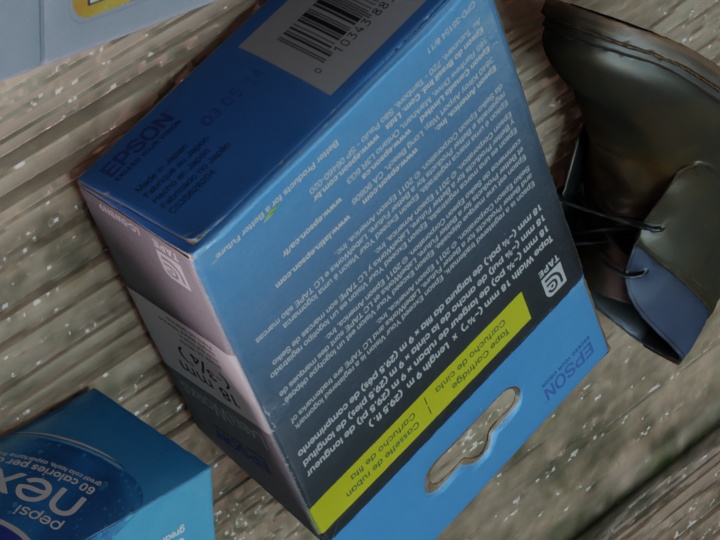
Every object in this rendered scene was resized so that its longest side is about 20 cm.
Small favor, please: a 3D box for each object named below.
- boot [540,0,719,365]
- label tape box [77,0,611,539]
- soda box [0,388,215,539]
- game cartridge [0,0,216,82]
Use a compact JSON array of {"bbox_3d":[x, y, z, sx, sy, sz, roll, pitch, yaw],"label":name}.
[{"bbox_3d":[0.108,-0.030,1.112,0.200,0.075,0.097,31,86,-55],"label":"boot"},{"bbox_3d":[0.000,0.000,1.015,0.144,0.063,0.200,-45,140,-20],"label":"label tape box"},{"bbox_3d":[-0.139,0.117,0.932,0.200,0.064,0.068,-29,133,-35],"label":"soda box"},{"bbox_3d":[-0.061,-0.141,0.879,0.200,0.041,0.134,-26,135,-37],"label":"game cartridge"}]
